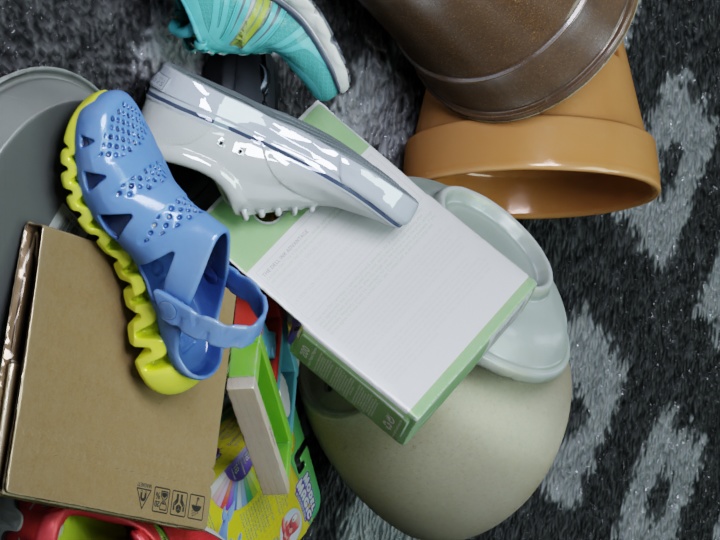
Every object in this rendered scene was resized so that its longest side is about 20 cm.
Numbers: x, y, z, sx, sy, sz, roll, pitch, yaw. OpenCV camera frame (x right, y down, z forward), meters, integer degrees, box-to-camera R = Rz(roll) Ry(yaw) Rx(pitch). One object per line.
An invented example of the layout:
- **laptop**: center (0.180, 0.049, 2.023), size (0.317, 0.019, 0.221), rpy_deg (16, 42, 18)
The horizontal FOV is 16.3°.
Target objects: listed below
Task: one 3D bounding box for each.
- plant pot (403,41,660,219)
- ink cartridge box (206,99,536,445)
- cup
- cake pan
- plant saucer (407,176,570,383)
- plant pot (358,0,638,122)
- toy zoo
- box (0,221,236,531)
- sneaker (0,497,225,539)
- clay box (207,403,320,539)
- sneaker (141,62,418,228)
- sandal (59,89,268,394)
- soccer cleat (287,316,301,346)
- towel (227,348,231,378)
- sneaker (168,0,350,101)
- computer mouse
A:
- **plant pot**: center (0.132, -0.125, 1.942), size (0.200, 0.199, 0.141), rpy_deg (18, 70, -60)
- **ink cartridge box**: center (0.000, 0.000, 1.702), size (0.146, 0.200, 0.048), rpy_deg (-46, 171, -29)
- **cup**: center (0.035, 0.086, 1.864), size (0.143, 0.200, 0.201), rpy_deg (29, 76, -46)
- **cake pan**: center (-0.195, -0.024, 1.552), size (0.200, 0.037, 0.202), rpy_deg (-24, 120, -49)
- **plant saucer**: center (0.084, -0.008, 1.815), size (0.050, 0.200, 0.200), rpy_deg (-49, 158, 23)
- **plant pot**: center (0.069, -0.237, 1.790), size (0.198, 0.199, 0.201), rpy_deg (34, 73, -49)
- **toy zoo**: center (-0.063, 0.038, 1.758), size (0.132, 0.020, 0.201), rpy_deg (76, 14, -52)
- **box**: center (-0.151, 0.070, 1.572), size (0.200, 0.021, 0.165), rpy_deg (19, 75, -54)
- **sneaker**: center (-0.147, 0.192, 1.634), size (0.199, 0.085, 0.077), rpy_deg (22, 88, -36)
- **clay box**: center (-0.105, 0.185, 1.791), size (0.200, 0.047, 0.115), rpy_deg (-49, 138, -40)
- **sneaker**: center (-0.059, -0.066, 1.660), size (0.071, 0.199, 0.073), rpy_deg (-62, -165, 9)
- **sandal**: center (-0.114, -0.021, 1.534), size (0.080, 0.087, 0.201), rpy_deg (-48, 122, -47)
- **soccer cleat**: center (-0.016, -0.009, 1.822), size (0.073, 0.068, 0.200), rpy_deg (-52, -169, 25)
- **towel**: center (-0.135, 0.029, 1.708), size (0.086, 0.018, 0.200), rpy_deg (-63, 147, -24)
- **sneaker**: center (-0.085, -0.172, 1.633), size (0.080, 0.077, 0.200), rpy_deg (-49, 123, 1)
- **computer mouse**: center (-0.089, -0.125, 1.694), size (0.140, 0.046, 0.201), rpy_deg (41, 67, -57)
